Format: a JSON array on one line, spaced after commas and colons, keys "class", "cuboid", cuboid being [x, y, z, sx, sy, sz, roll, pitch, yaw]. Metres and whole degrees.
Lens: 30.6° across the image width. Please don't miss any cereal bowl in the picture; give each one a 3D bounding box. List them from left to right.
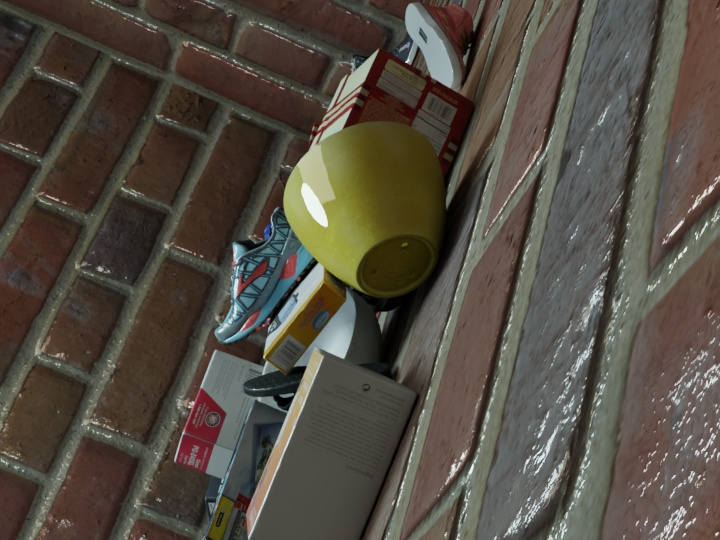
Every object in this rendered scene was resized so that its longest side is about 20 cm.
[{"class": "cereal bowl", "cuboid": [-0.039, 0.126, 1.681, 0.200, 0.083, 0.201, -41, 32, 32]}]

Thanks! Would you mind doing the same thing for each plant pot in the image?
[{"class": "plant pot", "cuboid": [0.023, -0.052, 1.553, 0.201, 0.199, 0.143, -63, 35, 36]}]

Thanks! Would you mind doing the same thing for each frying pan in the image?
[{"class": "frying pan", "cuboid": [0.063, -0.025, 1.705, 0.191, 0.031, 0.115, -67, 6, -32]}]

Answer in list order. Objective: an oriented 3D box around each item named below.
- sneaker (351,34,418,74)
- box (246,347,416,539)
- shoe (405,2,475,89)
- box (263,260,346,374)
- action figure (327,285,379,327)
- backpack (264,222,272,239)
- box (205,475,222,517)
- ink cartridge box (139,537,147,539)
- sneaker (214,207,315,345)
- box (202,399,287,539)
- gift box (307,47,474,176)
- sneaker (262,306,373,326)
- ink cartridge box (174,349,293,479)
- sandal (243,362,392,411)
[{"class": "sneaker", "cuboid": [0.058, -0.528, 3.233, 0.077, 0.145, 0.204, -94, 28, -82]}, {"class": "box", "cuboid": [-0.034, 0.195, 1.374, 0.152, 0.106, 0.201, 171, 122, -84]}, {"class": "shoe", "cuboid": [0.146, -0.359, 2.074, 0.201, 0.090, 0.072, -115, 27, -43]}, {"class": "box", "cuboid": [-0.067, 0.044, 1.635, 0.119, 0.041, 0.200, -51, 8, 11]}, {"class": "action figure", "cuboid": [0.000, 0.000, 1.821, 0.200, 0.101, 0.120, -64, -10, -53]}, {"class": "backpack", "cuboid": [-0.030, -0.070, 2.042, 0.182, 0.135, 0.200, -30, -4, -38]}, {"class": "box", "cuboid": [-0.174, 0.352, 1.928, 0.162, 0.049, 0.201, -74, -19, -54]}, {"class": "ink cartridge box", "cuboid": [-0.238, 0.467, 1.800, 0.146, 0.199, 0.083, 120, 174, -50]}, {"class": "sneaker", "cuboid": [-0.133, 0.003, 1.688, 0.200, 0.095, 0.079, -51, 6, 6]}, {"class": "box", "cuboid": [-0.093, 0.261, 1.522, 0.038, 0.136, 0.201, 122, 170, -47]}, {"class": "gift box", "cuboid": [0.043, -0.187, 1.830, 0.201, 0.184, 0.187, -61, 13, -19]}, {"class": "sneaker", "cuboid": [-0.072, 0.066, 1.980, 0.079, 0.199, 0.096, 1, -80, -62]}, {"class": "ink cartridge box", "cuboid": [-0.128, 0.213, 1.750, 0.084, 0.199, 0.146, 113, 176, -47]}, {"class": "sandal", "cuboid": [-0.055, 0.143, 1.548, 0.075, 0.199, 0.048, -27, -72, -57]}]
